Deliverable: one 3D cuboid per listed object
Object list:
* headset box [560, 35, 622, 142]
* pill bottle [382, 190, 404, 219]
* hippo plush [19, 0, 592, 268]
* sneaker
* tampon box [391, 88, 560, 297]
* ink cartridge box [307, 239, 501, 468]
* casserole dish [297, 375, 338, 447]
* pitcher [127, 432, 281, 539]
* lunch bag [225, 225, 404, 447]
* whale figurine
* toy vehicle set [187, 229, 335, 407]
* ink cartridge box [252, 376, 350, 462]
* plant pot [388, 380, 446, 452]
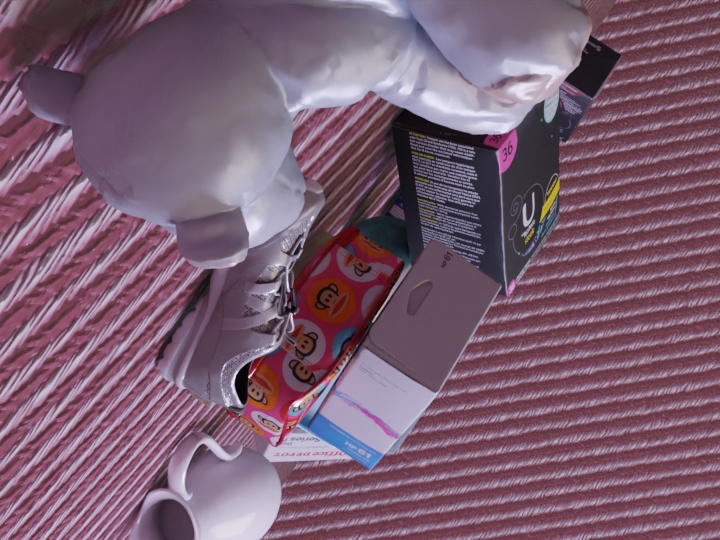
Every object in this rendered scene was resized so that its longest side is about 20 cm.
[{"bbox_3d":[0.246,-0.264,1.443,0.075,0.148,0.200,-55,173,-9],"label":"headset box"},{"bbox_3d":[0.124,-0.107,1.485,0.201,0.119,0.120,-56,174,5],"label":"pill bottle"},{"bbox_3d":[-0.019,-0.070,0.409,0.161,0.159,0.200,-55,174,-6],"label":"hippo plush"},{"bbox_3d":[-0.072,0.020,0.831,0.201,0.082,0.075,-58,173,24],"label":"sneaker"},{"bbox_3d":[0.131,-0.105,1.186,0.150,0.126,0.201,-51,146,-36],"label":"tampon box"},{"bbox_3d":[0.039,0.084,1.067,0.145,0.084,0.200,-55,177,-34],"label":"ink cartridge box"},{"bbox_3d":[-0.046,0.133,1.333,0.121,0.200,0.039,-54,-151,-2],"label":"casserole dish"},{"bbox_3d":[-0.166,0.249,1.250,0.200,0.121,0.173,-14,125,-64],"label":"pitcher"},{"bbox_3d":[-0.044,0.069,1.051,0.200,0.082,0.176,-53,174,-25],"label":"lunch bag"},{"bbox_3d":[0.000,0.000,1.325,0.159,0.104,0.200,-45,-167,-32],"label":"whale figurine"},{"bbox_3d":[-0.089,0.043,1.082,0.125,0.026,0.200,-58,173,26],"label":"toy vehicle set"},{"bbox_3d":[-0.047,0.167,1.466,0.145,0.084,0.201,3,138,-26],"label":"ink cartridge box"},{"bbox_3d":[0.035,0.121,1.736,0.196,0.196,0.200,-60,180,36],"label":"plant pot"}]
